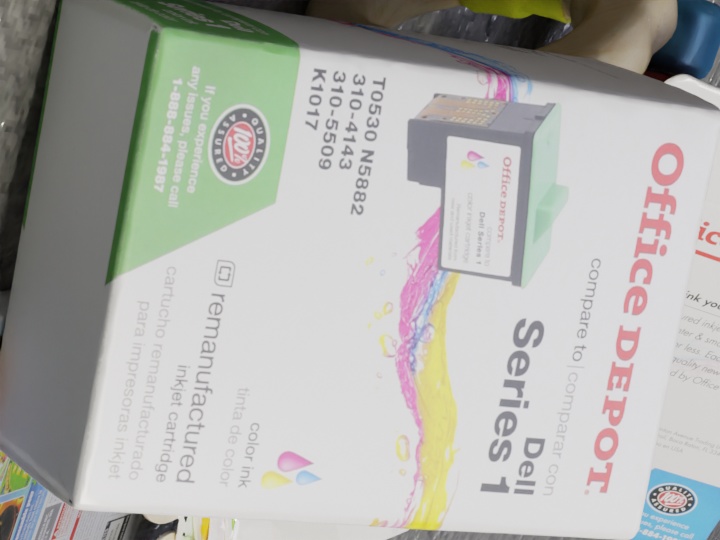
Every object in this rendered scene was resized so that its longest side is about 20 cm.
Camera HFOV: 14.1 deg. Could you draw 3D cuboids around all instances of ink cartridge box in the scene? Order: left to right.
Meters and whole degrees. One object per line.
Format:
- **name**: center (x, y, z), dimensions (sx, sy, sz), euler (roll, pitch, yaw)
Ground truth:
- **ink cartridge box**: center (0.000, 0.000, 0.904), dimensions (0.199, 0.084, 0.146), euler (6, 100, -29)
- **ink cartridge box**: center (0.115, 0.002, 1.081), dimensions (0.068, 0.115, 0.201), euler (-92, -155, -52)

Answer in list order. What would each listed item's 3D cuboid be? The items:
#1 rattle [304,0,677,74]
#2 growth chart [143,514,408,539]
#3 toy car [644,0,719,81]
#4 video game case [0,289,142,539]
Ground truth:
- **rattle**: center (0.014, -0.101, 0.979), dimensions (0.199, 0.130, 0.143), euler (-24, 144, -29)
- **growth chart**: center (-0.022, 0.054, 1.057), dimensions (0.144, 0.018, 0.201), euler (-5, 113, -42)
- **toy car**: center (0.080, -0.038, 1.191), dimensions (0.199, 0.177, 0.185), euler (16, 96, -41)
- **video game case**: center (-0.118, 0.071, 0.963), dimensions (0.200, 0.018, 0.144), euler (-13, 126, -65)
